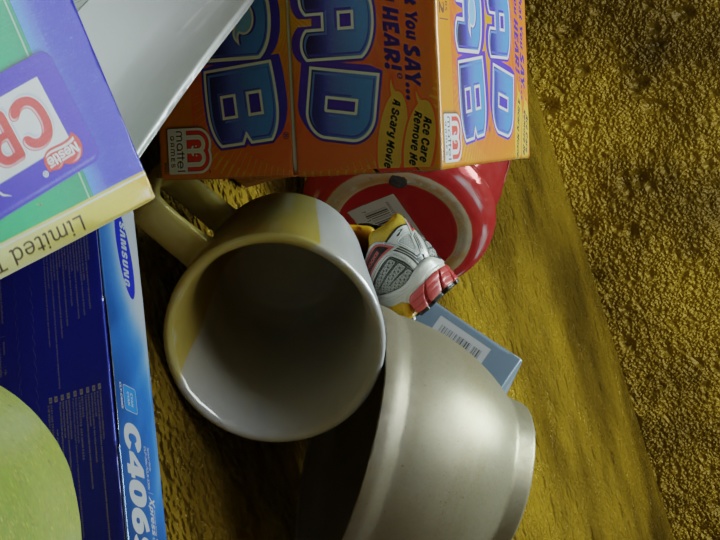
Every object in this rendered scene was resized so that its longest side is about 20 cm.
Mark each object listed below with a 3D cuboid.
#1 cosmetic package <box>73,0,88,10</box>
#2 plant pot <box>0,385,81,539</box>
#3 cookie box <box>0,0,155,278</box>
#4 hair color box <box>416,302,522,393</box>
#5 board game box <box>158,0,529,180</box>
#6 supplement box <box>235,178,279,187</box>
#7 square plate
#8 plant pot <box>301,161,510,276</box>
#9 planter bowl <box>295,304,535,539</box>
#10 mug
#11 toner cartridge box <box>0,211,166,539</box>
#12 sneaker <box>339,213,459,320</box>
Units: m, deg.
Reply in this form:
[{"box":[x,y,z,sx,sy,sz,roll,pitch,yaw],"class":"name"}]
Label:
[{"box":[-0.212,-0.192,0.678,0.200,0.082,0.051,50,26,-6],"class":"cosmetic package"},{"box":[-0.179,0.105,0.478,0.184,0.198,0.203,-29,102,-84],"class":"plant pot"},{"box":[-0.203,-0.084,0.590,0.170,0.075,0.202,-32,107,-34],"class":"cookie box"},{"box":[0.064,0.107,1.205,0.061,0.098,0.201,-51,168,-24],"class":"hair color box"},{"box":[-0.008,-0.169,0.975,0.200,0.197,0.203,-15,103,-66],"class":"board game box"},{"box":[-0.107,-0.129,1.093,0.200,0.068,0.067,35,42,-61],"class":"supplement box"},{"box":[-0.171,-0.165,0.781,0.200,0.028,0.199,42,49,-15],"class":"square plate"},{"box":[0.044,-0.097,1.319,0.184,0.198,0.201,-83,151,-47],"class":"plant pot"},{"box":[0.045,0.140,1.035,0.200,0.133,0.203,-164,-90,-78],"class":"planter bowl"},{"box":[-0.060,0.001,1.002,0.154,0.147,0.189,-86,161,-67],"class":"mug"},{"box":[-0.153,0.066,0.713,0.043,0.094,0.203,40,37,-62],"class":"toner cartridge box"},{"box":[0.000,0.000,1.136,0.078,0.199,0.083,-39,101,-32],"class":"sneaker"}]
